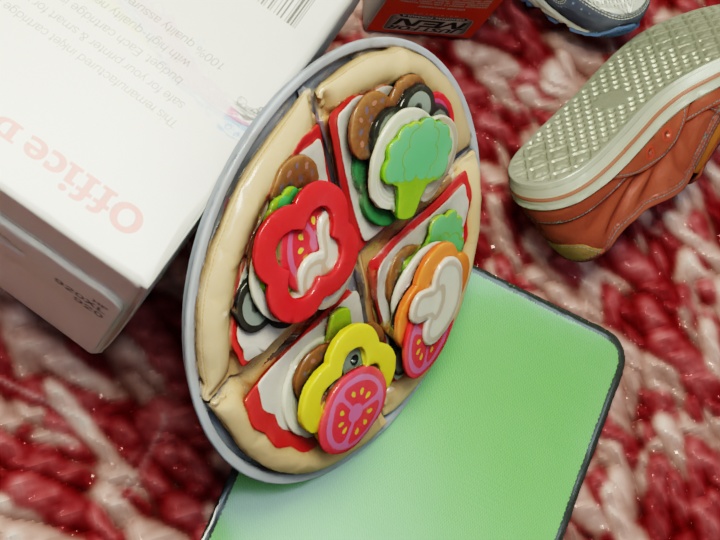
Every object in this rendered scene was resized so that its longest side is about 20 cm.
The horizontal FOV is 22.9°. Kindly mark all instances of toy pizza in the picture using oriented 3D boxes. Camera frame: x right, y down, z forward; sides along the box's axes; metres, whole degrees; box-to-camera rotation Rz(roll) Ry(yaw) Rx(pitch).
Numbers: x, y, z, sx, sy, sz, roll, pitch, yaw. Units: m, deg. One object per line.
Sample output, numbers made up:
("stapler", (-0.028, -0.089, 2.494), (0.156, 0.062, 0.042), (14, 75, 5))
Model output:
("toy pizza", (0.000, 0.000, 0.763), (0.032, 0.200, 0.200), (19, 66, 34))

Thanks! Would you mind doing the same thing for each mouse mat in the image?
("mouse mat", (0.027, 0.089, 0.838), (0.161, 0.008, 0.200), (26, 72, -8))

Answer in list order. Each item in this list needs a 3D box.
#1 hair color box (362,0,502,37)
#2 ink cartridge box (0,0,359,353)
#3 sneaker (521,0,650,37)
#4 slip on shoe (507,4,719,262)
("hair color box", (0.052, -0.190, 0.812), (0.061, 0.200, 0.102), (2, 76, -15))
("ink cartridge box", (-0.108, -0.093, 0.772), (0.147, 0.145, 0.200), (36, 70, -4))
("sneaker", (0.098, -0.214, 0.892), (0.077, 0.085, 0.200), (-19, 83, -19))
("slip on shoe", (0.153, -0.076, 0.890), (0.200, 0.074, 0.061), (-41, 124, -26))
